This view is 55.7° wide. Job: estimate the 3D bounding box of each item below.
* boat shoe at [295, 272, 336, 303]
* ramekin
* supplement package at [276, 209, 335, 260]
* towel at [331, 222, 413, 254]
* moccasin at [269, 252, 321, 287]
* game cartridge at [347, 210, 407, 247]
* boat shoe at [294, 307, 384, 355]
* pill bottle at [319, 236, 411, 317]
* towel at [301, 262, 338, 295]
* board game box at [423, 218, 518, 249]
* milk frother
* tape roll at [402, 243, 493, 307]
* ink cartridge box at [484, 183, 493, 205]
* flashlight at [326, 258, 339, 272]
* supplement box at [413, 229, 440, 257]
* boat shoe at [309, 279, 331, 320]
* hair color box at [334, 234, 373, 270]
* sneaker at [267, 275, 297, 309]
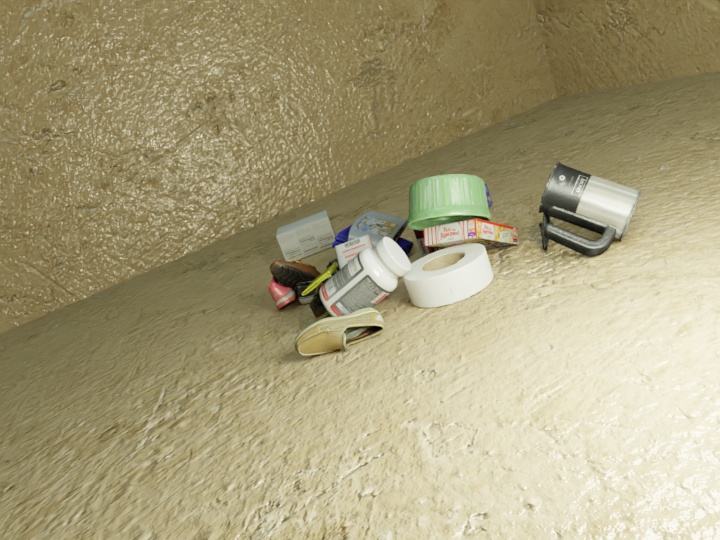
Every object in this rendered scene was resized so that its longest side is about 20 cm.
[{"bbox_3d":[-0.086,0.034,1.858,0.198,0.067,0.070,-15,16,21],"label":"boat shoe"},{"bbox_3d":[0.207,-0.159,1.612,0.198,0.099,0.200,-3,-7,0],"label":"ramekin"},{"bbox_3d":[-0.195,-0.125,2.482,0.198,0.112,0.156,-20,15,0],"label":"supplement package"},{"bbox_3d":[0.036,-0.080,1.961,0.199,0.050,0.148,24,42,28],"label":"towel"},{"bbox_3d":[-0.181,0.000,1.908,0.201,0.078,0.074,8,-50,-51],"label":"moccasin"},{"bbox_3d":[0.044,-0.112,1.943,0.132,0.042,0.200,19,33,13],"label":"game cartridge"},{"bbox_3d":[-0.044,0.138,1.447,0.199,0.072,0.076,-23,31,-3],"label":"boat shoe"},{"bbox_3d":[0.012,0.023,1.547,0.200,0.116,0.116,-40,8,20],"label":"pill bottle"},{"bbox_3d":[-0.095,0.021,1.656,0.086,0.018,0.200,-41,3,7],"label":"towel"},{"bbox_3d":[0.272,-0.082,1.666,0.151,0.047,0.199,-8,-8,39],"label":"board game box"},{"bbox_3d":[0.492,-0.115,1.506,0.187,0.182,0.200,24,0,19],"label":"milk frother"},{"bbox_3d":[0.199,0.010,1.553,0.201,0.071,0.203,-19,15,5],"label":"tape roll"},{"bbox_3d":[0.322,-0.213,2.162,0.136,0.077,0.199,-33,18,-37],"label":"ink cartridge box"},{"bbox_3d":[-0.003,-0.030,1.991,0.199,0.068,0.068,-24,39,-32],"label":"flashlight"},{"bbox_3d":[0.247,-0.110,1.838,0.199,0.110,0.061,-11,17,35],"label":"supplement box"},{"bbox_3d":[-0.083,0.057,1.724,0.073,0.065,0.200,-30,18,17],"label":"boat shoe"},{"bbox_3d":[0.000,0.000,1.738,0.101,0.062,0.201,-19,38,4],"label":"hair color box"},{"bbox_3d":[-0.212,0.035,1.954,0.073,0.087,0.200,-32,11,17],"label":"sneaker"}]
